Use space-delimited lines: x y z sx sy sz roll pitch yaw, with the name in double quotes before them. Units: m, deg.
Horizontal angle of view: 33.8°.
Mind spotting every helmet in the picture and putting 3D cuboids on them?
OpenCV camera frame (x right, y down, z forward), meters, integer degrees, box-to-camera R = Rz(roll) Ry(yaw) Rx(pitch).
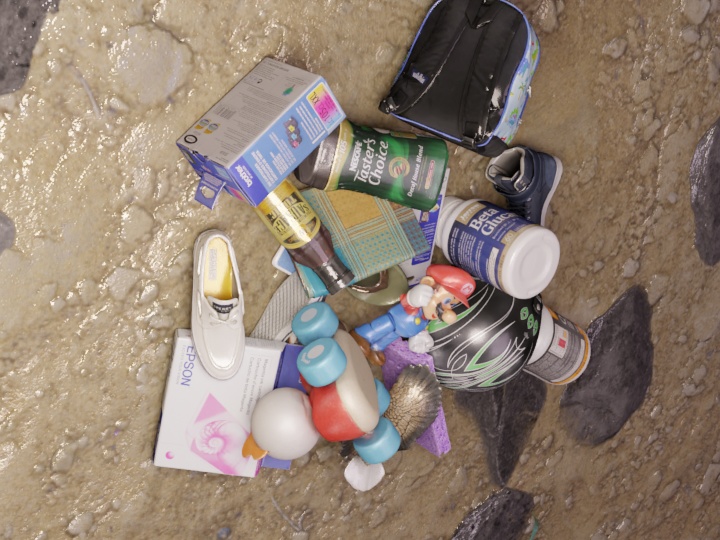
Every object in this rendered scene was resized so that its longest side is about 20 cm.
"helmet" 0.177 0.097 1.854 0.191 0.199 0.200 -56 137 -21

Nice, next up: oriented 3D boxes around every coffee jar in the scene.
"coffee jar" 0.013 -0.148 1.605 0.199 0.085 0.105 10 102 -17

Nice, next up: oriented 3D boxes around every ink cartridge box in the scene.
"ink cartridge box" 0.070 -0.064 1.767 0.099 0.039 0.201 -15 128 -35
"ink cartridge box" -0.173 0.188 1.634 0.199 0.043 0.197 8 108 -13
"ink cartridge box" -0.135 -0.164 1.473 0.200 0.136 0.076 -44 129 -14

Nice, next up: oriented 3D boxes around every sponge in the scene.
"sponge" 0.083 0.195 1.871 0.030 0.111 0.201 -34 130 -26

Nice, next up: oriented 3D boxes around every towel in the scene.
"towel" -0.015 -0.058 1.635 0.199 0.022 0.147 -22 83 -25

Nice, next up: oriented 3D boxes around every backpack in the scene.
"backpack" 0.154 -0.276 1.646 0.147 0.182 0.201 9 105 -67

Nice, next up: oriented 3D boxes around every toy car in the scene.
"toy car" -0.080 0.181 1.584 0.199 0.177 0.185 -28 120 8

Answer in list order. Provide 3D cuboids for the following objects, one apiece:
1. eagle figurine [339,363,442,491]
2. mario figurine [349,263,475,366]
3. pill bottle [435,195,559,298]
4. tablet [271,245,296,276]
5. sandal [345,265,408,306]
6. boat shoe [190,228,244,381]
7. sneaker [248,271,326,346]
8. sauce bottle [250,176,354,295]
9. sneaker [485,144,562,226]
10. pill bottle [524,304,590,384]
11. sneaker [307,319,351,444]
"eagle figurine" 0.017 0.224 1.790 0.152 0.151 0.200 -53 -176 -34
"mario figurine" 0.085 0.074 1.714 0.200 0.123 0.106 -37 96 14
"pill bottle" 0.192 -0.043 1.779 0.111 0.200 0.112 -19 123 -34
"tablet" -0.037 -0.072 1.696 0.130 0.014 0.201 30 90 -46
"sandal" -0.001 0.000 1.702 0.080 0.057 0.201 -42 133 10
"boat shoe" -0.183 0.047 1.543 0.071 0.070 0.201 -1 94 -14
"sneaker" -0.096 0.083 1.680 0.079 0.078 0.200 29 103 -40
"sauce bottle" -0.082 -0.058 1.560 0.066 0.066 0.200 -42 98 -16
"sneaker" 0.241 -0.099 1.870 0.146 0.077 0.203 12 94 -55
"pill bottle" 0.298 0.117 2.016 0.200 0.116 0.117 28 92 -46
"sneaker" -0.077 0.164 1.746 0.075 0.070 0.201 14 92 -49
